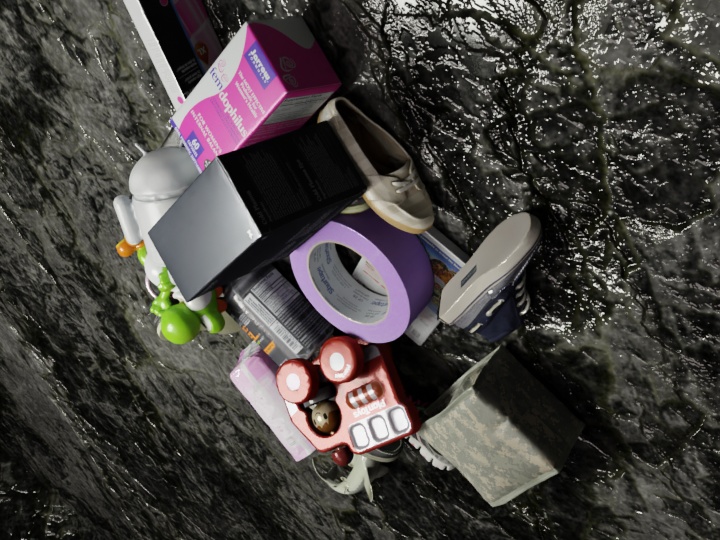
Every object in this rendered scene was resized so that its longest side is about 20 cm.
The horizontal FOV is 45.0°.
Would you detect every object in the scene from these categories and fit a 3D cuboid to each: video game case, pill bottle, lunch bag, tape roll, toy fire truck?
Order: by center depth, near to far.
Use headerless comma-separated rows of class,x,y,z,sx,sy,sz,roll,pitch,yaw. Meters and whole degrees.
tape roll,0.000,0.000,1.184,0.199,0.066,0.201,25,139,24
video game case,0.068,0.008,1.195,0.143,0.018,0.200,40,143,7
lunch bag,0.182,0.226,1.209,0.164,0.118,0.200,43,139,2
toy fire truck,-0.022,0.192,1.273,0.199,0.112,0.169,-28,75,26
pill bottle,-0.145,0.059,1.372,0.200,0.106,0.106,45,143,1

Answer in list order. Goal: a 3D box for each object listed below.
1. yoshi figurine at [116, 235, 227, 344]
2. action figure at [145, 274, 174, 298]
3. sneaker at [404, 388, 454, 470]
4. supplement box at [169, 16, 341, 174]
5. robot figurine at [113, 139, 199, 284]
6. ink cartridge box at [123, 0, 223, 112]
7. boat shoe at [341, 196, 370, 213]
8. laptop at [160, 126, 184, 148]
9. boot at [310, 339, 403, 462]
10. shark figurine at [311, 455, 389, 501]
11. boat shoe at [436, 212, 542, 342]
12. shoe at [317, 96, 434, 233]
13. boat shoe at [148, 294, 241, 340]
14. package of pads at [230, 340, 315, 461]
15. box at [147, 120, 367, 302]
yoshi figurine,-0.291,0.029,1.305,0.112,0.112,0.201,-37,97,18
action figure,-0.311,-0.060,1.397,0.134,0.149,0.201,37,157,19
sneaker,0.091,0.223,1.332,0.200,0.074,0.087,40,143,-2
supplement box,-0.132,-0.207,1.071,0.200,0.103,0.102,-39,79,40
robot figurine,-0.251,-0.084,1.200,0.168,0.113,0.202,-12,112,-2
ink cartridge box,-0.226,-0.281,1.139,0.037,0.095,0.201,5,128,39
boat shoe,-0.066,-0.137,1.143,0.200,0.072,0.066,27,144,30
laptop,-0.204,-0.128,1.295,0.187,0.116,0.200,43,126,1
boot,-0.002,0.211,1.407,0.203,0.073,0.154,37,140,12
shark figurine,0.001,0.360,1.545,0.215,0.089,0.129,-48,54,45
boat shoe,0.181,0.012,1.064,0.092,0.075,0.200,25,138,-15
shoe,0.023,-0.129,1.066,0.200,0.070,0.053,49,151,-1
boat shoe,-0.250,0.066,1.428,0.063,0.200,0.074,53,132,34
package of pads,-0.137,0.218,1.498,0.075,0.121,0.201,-35,99,10
box,-0.127,-0.072,1.056,0.200,0.181,0.105,-35,85,46
